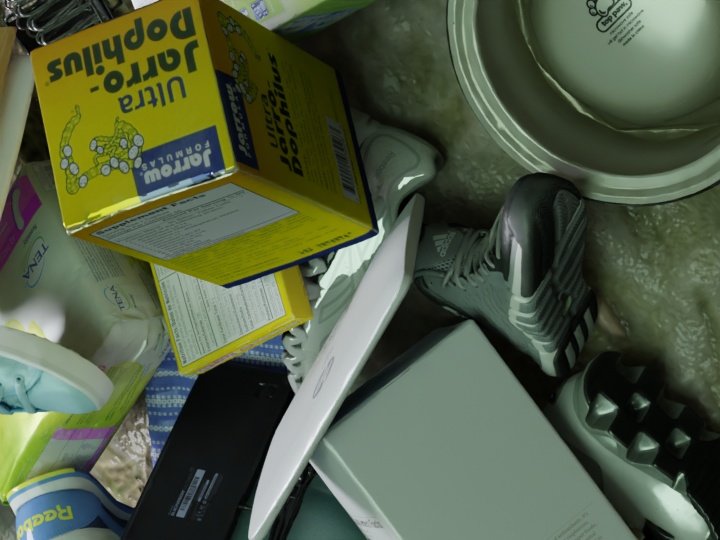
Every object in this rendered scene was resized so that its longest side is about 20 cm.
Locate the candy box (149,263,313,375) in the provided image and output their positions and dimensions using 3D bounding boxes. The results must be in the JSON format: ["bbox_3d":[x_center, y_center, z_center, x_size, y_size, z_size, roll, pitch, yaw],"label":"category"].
[{"bbox_3d":[-0.098,-0.045,1.423,0.102,0.026,0.200,-27,72,36],"label":"candy box"}]

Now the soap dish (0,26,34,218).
[{"bbox_3d":[-0.270,-0.053,1.435,0.081,0.158,0.200,16,159,-13],"label":"soap dish"}]

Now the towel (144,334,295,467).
[{"bbox_3d":[-0.087,0.091,1.538,0.144,0.024,0.200,7,116,23],"label":"towel"}]

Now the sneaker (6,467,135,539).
[{"bbox_3d":[-0.168,0.205,1.547,0.074,0.200,0.082,-31,54,19],"label":"sneaker"}]

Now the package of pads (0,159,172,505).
[{"bbox_3d":[-0.209,0.045,1.516,0.155,0.068,0.200,57,131,29],"label":"package of pads"}]

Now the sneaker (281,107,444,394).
[{"bbox_3d":[0.000,0.000,1.419,0.081,0.075,0.200,14,115,5],"label":"sneaker"}]

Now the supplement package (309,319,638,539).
[{"bbox_3d":[0.070,0.146,1.389,0.200,0.121,0.120,54,169,-2],"label":"supplement package"}]

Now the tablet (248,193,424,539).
[{"bbox_3d":[-0.015,0.057,1.344,0.014,0.130,0.200,26,114,-7],"label":"tablet"}]

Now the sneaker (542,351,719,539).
[{"bbox_3d":[0.194,0.137,1.397,0.200,0.074,0.088,46,144,-3],"label":"sneaker"}]

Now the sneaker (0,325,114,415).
[{"bbox_3d":[-0.255,0.077,1.416,0.200,0.082,0.074,11,160,16],"label":"sneaker"}]

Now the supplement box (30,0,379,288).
[{"bbox_3d":[-0.084,-0.070,1.284,0.109,0.200,0.110,-19,74,19],"label":"supplement box"}]

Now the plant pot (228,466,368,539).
[{"bbox_3d":[-0.046,0.242,1.495,0.200,0.134,0.201,14,134,15],"label":"plant pot"}]

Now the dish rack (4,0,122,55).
[{"bbox_3d":[-0.181,-0.156,1.366,0.153,0.055,0.200,48,171,27],"label":"dish rack"}]

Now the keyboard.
[{"bbox_3d":[-0.086,0.152,1.454,0.127,0.200,0.021,9,152,31],"label":"keyboard"}]

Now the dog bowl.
[{"bbox_3d":[0.153,-0.141,1.271,0.200,0.074,0.201,12,119,22],"label":"dog bowl"}]

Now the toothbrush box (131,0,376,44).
[{"bbox_3d":[-0.046,-0.215,1.313,0.200,0.086,0.146,-23,88,35],"label":"toothbrush box"}]

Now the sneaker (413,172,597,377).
[{"bbox_3d":[0.072,-0.007,1.333,0.115,0.075,0.200,24,158,21],"label":"sneaker"}]
